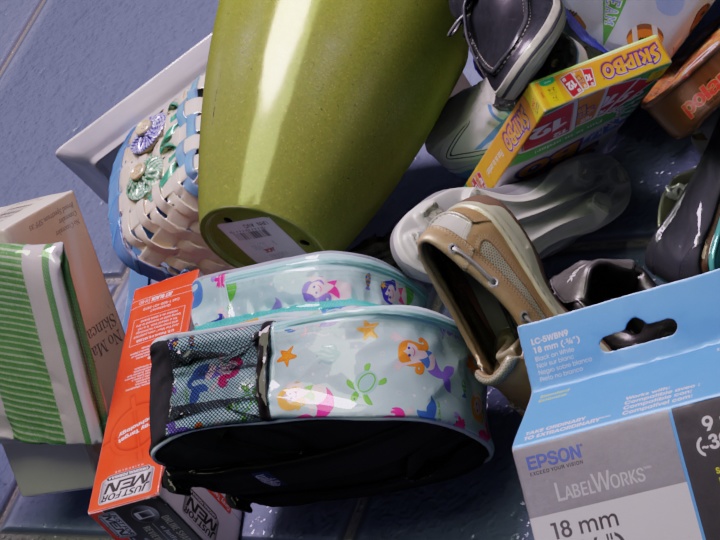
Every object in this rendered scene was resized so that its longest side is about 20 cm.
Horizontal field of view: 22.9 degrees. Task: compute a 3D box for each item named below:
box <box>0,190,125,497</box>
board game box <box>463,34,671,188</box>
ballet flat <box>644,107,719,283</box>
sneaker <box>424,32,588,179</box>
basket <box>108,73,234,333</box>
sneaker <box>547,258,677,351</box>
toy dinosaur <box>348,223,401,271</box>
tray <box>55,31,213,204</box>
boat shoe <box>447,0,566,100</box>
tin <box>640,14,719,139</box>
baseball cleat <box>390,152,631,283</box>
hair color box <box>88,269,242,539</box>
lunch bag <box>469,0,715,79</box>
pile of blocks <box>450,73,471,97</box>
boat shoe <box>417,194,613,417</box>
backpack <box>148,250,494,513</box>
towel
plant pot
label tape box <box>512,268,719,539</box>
[{"bbox_3d":[-0.228,0.054,1.295,0.077,0.201,0.095,-11,16,29],"label":"box"},{"bbox_3d":[0.132,-0.091,1.193,0.095,0.200,0.030,-22,79,-17],"label":"board game box"},{"bbox_3d":[0.241,-0.070,1.172,0.073,0.073,0.200,6,58,41],"label":"ballet flat"},{"bbox_3d":[0.113,-0.114,1.254,0.200,0.072,0.072,-31,37,64],"label":"sneaker"},{"bbox_3d":[-0.135,-0.043,1.396,0.200,0.139,0.177,-56,24,37],"label":"basket"},{"bbox_3d":[0.144,0.024,1.126,0.066,0.091,0.200,-38,37,-25],"label":"sneaker"},{"bbox_3d":[0.000,0.000,1.278,0.199,0.048,0.088,-23,-3,-14],"label":"toy dinosaur"},{"bbox_3d":[-0.146,-0.127,1.456,0.200,0.107,0.022,-37,61,2],"label":"tray"},{"bbox_3d":[0.091,-0.174,1.168,0.075,0.062,0.200,-54,19,28],"label":"boat shoe"},{"bbox_3d":[0.252,-0.151,1.193,0.112,0.042,0.200,-47,0,33],"label":"tin"},{"bbox_3d":[0.093,-0.020,1.188,0.199,0.070,0.106,-15,-16,-31],"label":"baseball cleat"},{"bbox_3d":[-0.125,0.109,1.250,0.061,0.102,0.201,-17,42,22],"label":"hair color box"},{"bbox_3d":[0.180,-0.206,1.308,0.170,0.124,0.200,-50,16,-14],"label":"lunch bag"},{"bbox_3d":[-0.007,-0.153,1.452,0.199,0.062,0.082,-12,45,28],"label":"pile of blocks"},{"bbox_3d":[0.097,0.054,1.064,0.072,0.200,0.076,-39,-3,40],"label":"boat shoe"},{"bbox_3d":[-0.015,0.074,1.131,0.199,0.177,0.151,-6,70,31],"label":"backpack"},{"bbox_3d":[-0.274,0.054,1.251,0.199,0.153,0.023,-3,18,29],"label":"towel"},{"bbox_3d":[-0.039,-0.099,1.246,0.186,0.187,0.201,-4,54,35],"label":"plant pot"},{"bbox_3d":[0.163,0.110,0.966,0.144,0.063,0.201,-17,83,24],"label":"label tape box"}]
